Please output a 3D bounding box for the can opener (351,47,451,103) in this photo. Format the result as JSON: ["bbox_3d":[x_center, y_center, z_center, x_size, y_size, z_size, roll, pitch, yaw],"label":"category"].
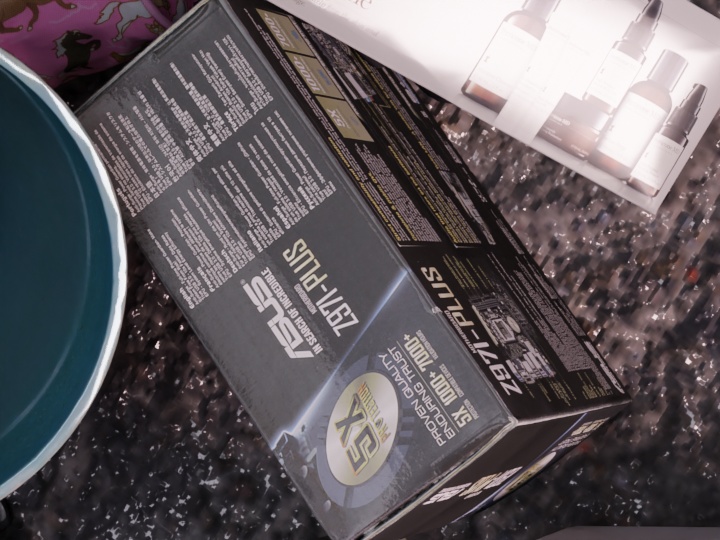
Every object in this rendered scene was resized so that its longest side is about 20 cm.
[{"bbox_3d":[0.071,-0.160,0.866,0.063,0.079,0.200,36,93,26],"label":"can opener"}]

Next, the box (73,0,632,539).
[{"bbox_3d":[0.000,0.000,0.838,0.086,0.164,0.200,-38,77,17],"label":"box"}]

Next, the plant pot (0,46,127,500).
[{"bbox_3d":[-0.207,-0.018,0.824,0.200,0.188,0.200,-5,107,-17],"label":"plant pot"}]

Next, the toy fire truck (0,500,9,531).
[{"bbox_3d":[-0.206,0.138,0.931,0.049,0.141,0.200,-26,80,22],"label":"toy fire truck"}]

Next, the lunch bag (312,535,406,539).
[{"bbox_3d":[-0.060,0.186,0.842,0.164,0.200,0.118,-31,78,18],"label":"lunch bag"}]

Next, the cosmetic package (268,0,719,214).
[{"bbox_3d":[0.049,-0.105,0.822,0.200,0.051,0.083,27,98,-16],"label":"cosmetic package"}]

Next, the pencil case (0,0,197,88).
[{"bbox_3d":[-0.169,-0.102,0.947,0.200,0.087,0.083,-27,98,19],"label":"pencil case"}]

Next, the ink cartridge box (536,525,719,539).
[{"bbox_3d":[0.131,0.205,0.835,0.116,0.067,0.200,-3,89,21],"label":"ink cartridge box"}]
